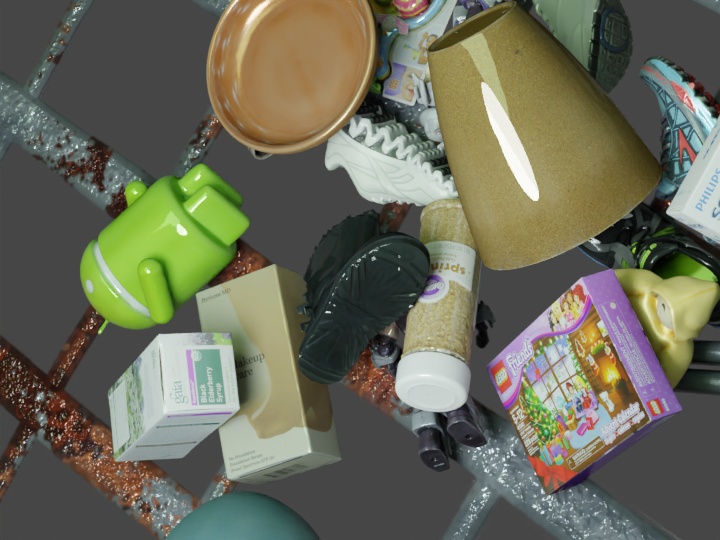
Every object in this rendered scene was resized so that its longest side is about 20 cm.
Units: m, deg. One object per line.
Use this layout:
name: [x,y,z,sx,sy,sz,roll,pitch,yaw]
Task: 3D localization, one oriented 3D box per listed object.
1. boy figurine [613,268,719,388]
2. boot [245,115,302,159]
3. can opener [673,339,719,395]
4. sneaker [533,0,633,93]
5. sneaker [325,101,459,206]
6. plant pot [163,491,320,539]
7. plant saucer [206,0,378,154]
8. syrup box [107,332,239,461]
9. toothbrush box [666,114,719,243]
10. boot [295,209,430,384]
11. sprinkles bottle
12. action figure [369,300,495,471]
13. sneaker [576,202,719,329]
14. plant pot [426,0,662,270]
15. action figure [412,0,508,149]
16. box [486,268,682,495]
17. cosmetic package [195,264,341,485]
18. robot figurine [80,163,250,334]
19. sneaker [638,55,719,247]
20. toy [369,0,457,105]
boy figurine: [0.249,0.057,1.454,0.200,0.064,0.125,-30,78,61]
boot: [-0.060,-0.212,1.717,0.200,0.070,0.147,-37,50,34]
can opener: [0.345,0.085,1.462,0.199,0.066,0.053,2,78,32]
sneaker: [0.214,-0.256,1.613,0.087,0.074,0.201,-15,64,35]
sneaker: [0.045,-0.097,1.656,0.200,0.075,0.081,35,113,27]
plant pot: [-0.114,0.293,1.585,0.199,0.200,0.135,-31,30,17]
plant saucer: [-0.065,-0.213,1.665,0.199,0.037,0.202,-6,77,28]
syrup box: [-0.189,0.129,1.644,0.200,0.081,0.079,139,126,-59]
toothbrush box: [0.388,-0.064,1.415,0.199,0.085,0.147,28,92,-1]
boot: [0.001,0.000,1.586,0.199,0.073,0.163,-54,17,33]
sprinkles bottle: [0.078,0.031,1.543,0.068,0.068,0.201,-8,54,25]
action figure: [0.070,0.086,1.595,0.130,0.069,0.201,-27,54,26]
sneaker: [0.270,-0.017,1.509,0.199,0.083,0.071,35,94,29]
plant pot: [0.147,-0.135,1.493,0.185,0.187,0.201,-25,105,19]
action figure: [0.102,-0.205,1.604,0.069,0.130,0.201,12,64,13]
box: [0.194,0.104,1.467,0.138,0.039,0.200,66,150,17]
cosmetic package: [-0.094,0.107,1.668,0.105,0.071,0.201,-21,69,21]
robot figurine: [-0.211,-0.019,1.731,0.200,0.116,0.176,-40,37,14]
sneaker: [0.302,-0.109,1.519,0.095,0.079,0.201,-37,64,16]
toy: [0.040,-0.282,1.708,0.115,0.047,0.201,20,88,29]
